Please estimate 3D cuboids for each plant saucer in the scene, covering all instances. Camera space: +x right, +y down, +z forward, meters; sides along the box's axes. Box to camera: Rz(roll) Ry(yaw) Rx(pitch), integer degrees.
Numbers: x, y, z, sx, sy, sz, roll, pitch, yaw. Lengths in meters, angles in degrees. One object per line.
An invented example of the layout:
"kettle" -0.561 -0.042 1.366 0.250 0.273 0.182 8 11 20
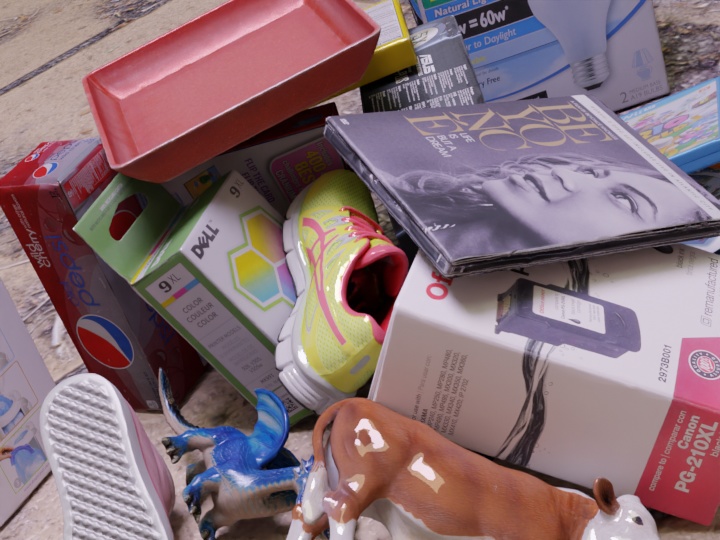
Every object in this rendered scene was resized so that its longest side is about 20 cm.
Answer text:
"plant saucer" -0.093 -0.139 0.965 0.199 0.037 0.200 -29 31 -3

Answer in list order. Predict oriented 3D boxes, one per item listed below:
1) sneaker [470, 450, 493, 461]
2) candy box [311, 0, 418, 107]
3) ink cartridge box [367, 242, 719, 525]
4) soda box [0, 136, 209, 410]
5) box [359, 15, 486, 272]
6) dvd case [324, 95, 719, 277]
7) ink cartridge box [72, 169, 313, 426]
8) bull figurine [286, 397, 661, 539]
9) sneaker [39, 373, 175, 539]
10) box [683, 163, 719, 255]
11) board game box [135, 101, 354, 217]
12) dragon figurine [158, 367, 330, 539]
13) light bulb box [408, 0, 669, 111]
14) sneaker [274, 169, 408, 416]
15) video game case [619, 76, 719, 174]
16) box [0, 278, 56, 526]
"sneaker" 0.048 0.079 0.860 0.085 0.078 0.200 -9 22 38
"candy box" -0.056 -0.142 1.006 0.199 0.027 0.102 -21 30 7
"ink cartridge box" 0.119 0.039 0.771 0.198 0.085 0.145 17 37 7
"soda box" -0.182 0.005 0.978 0.070 0.201 0.064 -1 34 32
"box" 0.062 -0.071 0.997 0.085 0.165 0.200 -17 28 6
"dvd case" 0.099 -0.056 0.792 0.199 0.016 0.149 -8 39 -29
"ink cartridge box" -0.088 0.002 0.927 0.059 0.200 0.104 -34 18 34
"bull figurine" 0.056 0.138 0.697 0.199 0.065 0.122 24 53 15
"sneaker" -0.142 0.170 0.821 0.075 0.105 0.201 -17 58 0
"box" 0.259 -0.050 0.968 0.199 0.038 0.136 -30 30 -17
"board game box" -0.091 -0.028 1.032 0.198 0.154 0.040 -14 29 9
"dragon figurine" -0.069 0.117 0.864 0.099 0.059 0.200 -24 30 -8
"light bulb box" 0.146 -0.235 1.187 0.197 0.201 0.125 -19 28 1
"sneaker" 0.000 0.000 0.902 0.090 0.078 0.201 -38 36 34
"video game case" 0.209 -0.092 1.022 0.142 0.018 0.200 -22 13 21
"box" -0.301 0.067 0.946 0.112 0.201 0.101 0 34 32
